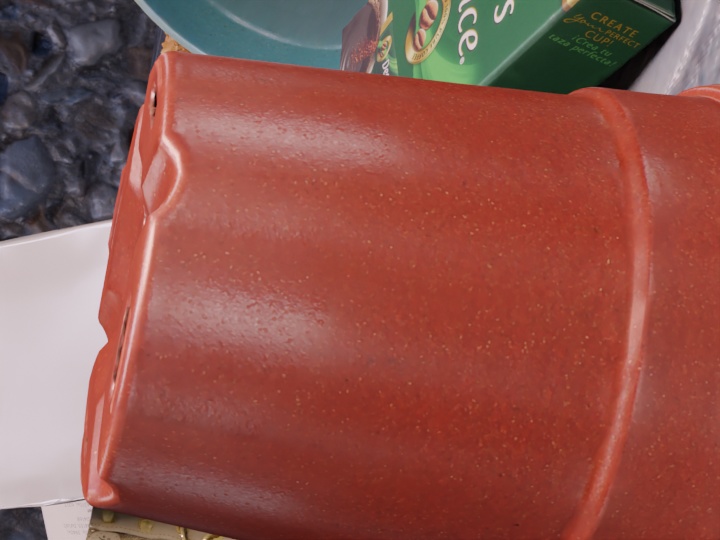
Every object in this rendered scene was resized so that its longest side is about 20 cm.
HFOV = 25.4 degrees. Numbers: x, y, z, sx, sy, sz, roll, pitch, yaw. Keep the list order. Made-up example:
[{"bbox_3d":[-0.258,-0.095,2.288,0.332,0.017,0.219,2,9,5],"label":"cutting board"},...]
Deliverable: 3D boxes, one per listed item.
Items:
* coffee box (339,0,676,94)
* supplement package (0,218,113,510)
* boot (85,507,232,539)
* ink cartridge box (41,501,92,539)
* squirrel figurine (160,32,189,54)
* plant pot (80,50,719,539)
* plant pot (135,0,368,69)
[{"bbox_3d":[0.054,-0.107,0.691,0.200,0.044,0.124,-39,39,49],"label":"coffee box"},{"bbox_3d":[-0.141,0.053,0.953,0.200,0.190,0.148,-2,-97,-66],"label":"supplement package"},{"bbox_3d":[-0.081,0.171,0.918,0.200,0.154,0.073,-130,45,-76],"label":"boot"},{"bbox_3d":[-0.176,0.145,1.157,0.116,0.066,0.201,-25,-72,-62],"label":"ink cartridge box"},{"bbox_3d":[-0.096,-0.210,1.213,0.141,0.185,0.201,159,120,-75],"label":"squirrel figurine"},{"bbox_3d":[0.014,0.017,0.536,0.201,0.194,0.202,-170,90,-77],"label":"plant pot"},{"bbox_3d":[-0.018,-0.232,0.855,0.188,0.199,0.200,-56,-6,-41],"label":"plant pot"}]
